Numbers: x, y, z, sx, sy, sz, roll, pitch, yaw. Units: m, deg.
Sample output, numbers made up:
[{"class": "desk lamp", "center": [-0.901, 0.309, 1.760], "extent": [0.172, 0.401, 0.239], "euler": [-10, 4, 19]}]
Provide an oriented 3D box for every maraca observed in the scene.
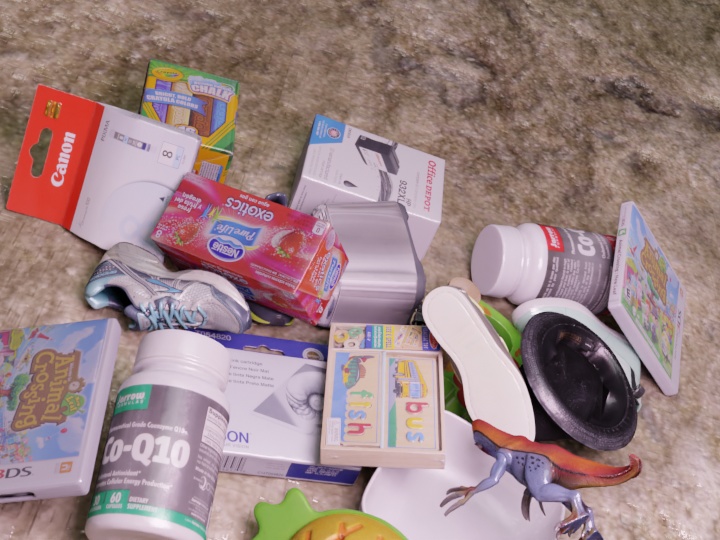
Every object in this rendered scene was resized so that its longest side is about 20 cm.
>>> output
[{"class": "maraca", "center": [-0.029, 0.291, 1.004], "extent": [0.199, 0.107, 0.138], "euler": [23, 69, 19]}]

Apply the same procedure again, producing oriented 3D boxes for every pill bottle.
[{"class": "pill bottle", "center": [0.261, -0.004, 1.438], "extent": [0.199, 0.114, 0.114], "euler": [7, 44, -20]}, {"class": "pill bottle", "center": [-0.188, 0.167, 1.010], "extent": [0.112, 0.113, 0.201], "euler": [14, 59, -12]}]

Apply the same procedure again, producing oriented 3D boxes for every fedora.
[{"class": "fedora", "center": [0.236, 0.146, 1.241], "extent": [0.200, 0.092, 0.201], "euler": [28, 38, -24]}]

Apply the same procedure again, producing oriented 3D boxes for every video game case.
[{"class": "video game case", "center": [0.390, 0.038, 1.415], "extent": [0.200, 0.022, 0.183], "euler": [49, 43, -34]}, {"class": "video game case", "center": [-0.333, 0.134, 1.006], "extent": [0.181, 0.022, 0.201], "euler": [-7, 44, 5]}]

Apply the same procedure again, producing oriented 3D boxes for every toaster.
[{"class": "toaster", "center": [0.000, 0.000, 1.310], "extent": [0.128, 0.114, 0.201], "euler": [2, 48, -17]}]

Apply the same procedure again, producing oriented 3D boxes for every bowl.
[{"class": "bowl", "center": [0.103, 0.266, 1.117], "extent": [0.199, 0.075, 0.200], "euler": [33, 42, 10]}]

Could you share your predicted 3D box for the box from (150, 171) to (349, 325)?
[{"class": "box", "center": [-0.126, -0.025, 1.209], "extent": [0.199, 0.100, 0.096], "euler": [20, 72, 21]}]

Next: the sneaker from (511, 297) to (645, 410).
[{"class": "sneaker", "center": [0.284, 0.114, 1.345], "extent": [0.199, 0.074, 0.119], "euler": [25, 41, -18]}]

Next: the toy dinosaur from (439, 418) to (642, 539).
[{"class": "toy dinosaur", "center": [0.182, 0.198, 1.065], "extent": [0.105, 0.200, 0.182], "euler": [27, 23, -43]}]

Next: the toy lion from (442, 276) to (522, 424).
[{"class": "toy lion", "center": [0.153, 0.127, 1.300], "extent": [0.191, 0.069, 0.200], "euler": [34, 41, -1]}]

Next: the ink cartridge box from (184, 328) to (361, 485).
[{"class": "ink cartridge box", "center": [-0.101, 0.137, 1.172], "extent": [0.198, 0.041, 0.201], "euler": [9, 44, -18]}]

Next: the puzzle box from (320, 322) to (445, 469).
[{"class": "puzzle box", "center": [0.027, 0.133, 1.154], "extent": [0.132, 0.026, 0.201], "euler": [2, 38, 0]}]

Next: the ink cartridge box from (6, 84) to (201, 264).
[{"class": "ink cartridge box", "center": [-0.305, -0.112, 1.238], "extent": [0.199, 0.161, 0.047], "euler": [17, 13, -10]}]

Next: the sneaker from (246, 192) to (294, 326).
[{"class": "sneaker", "center": [-0.112, -0.016, 1.293], "extent": [0.073, 0.081, 0.201], "euler": [6, 45, -20]}]

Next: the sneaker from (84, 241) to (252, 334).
[{"class": "sneaker", "center": [-0.219, 0.042, 1.184], "extent": [0.199, 0.078, 0.086], "euler": [17, 44, 15]}]

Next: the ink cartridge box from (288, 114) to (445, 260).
[{"class": "ink cartridge box", "center": [0.011, -0.114, 1.450], "extent": [0.199, 0.084, 0.146], "euler": [18, 42, -9]}]

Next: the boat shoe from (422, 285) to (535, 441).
[{"class": "boat shoe", "center": [0.139, 0.107, 1.176], "extent": [0.203, 0.072, 0.060], "euler": [61, 16, 5]}]

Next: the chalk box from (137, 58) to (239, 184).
[{"class": "chalk box", "center": [-0.232, -0.184, 1.374], "extent": [0.123, 0.125, 0.201], "euler": [13, 44, -14]}]
